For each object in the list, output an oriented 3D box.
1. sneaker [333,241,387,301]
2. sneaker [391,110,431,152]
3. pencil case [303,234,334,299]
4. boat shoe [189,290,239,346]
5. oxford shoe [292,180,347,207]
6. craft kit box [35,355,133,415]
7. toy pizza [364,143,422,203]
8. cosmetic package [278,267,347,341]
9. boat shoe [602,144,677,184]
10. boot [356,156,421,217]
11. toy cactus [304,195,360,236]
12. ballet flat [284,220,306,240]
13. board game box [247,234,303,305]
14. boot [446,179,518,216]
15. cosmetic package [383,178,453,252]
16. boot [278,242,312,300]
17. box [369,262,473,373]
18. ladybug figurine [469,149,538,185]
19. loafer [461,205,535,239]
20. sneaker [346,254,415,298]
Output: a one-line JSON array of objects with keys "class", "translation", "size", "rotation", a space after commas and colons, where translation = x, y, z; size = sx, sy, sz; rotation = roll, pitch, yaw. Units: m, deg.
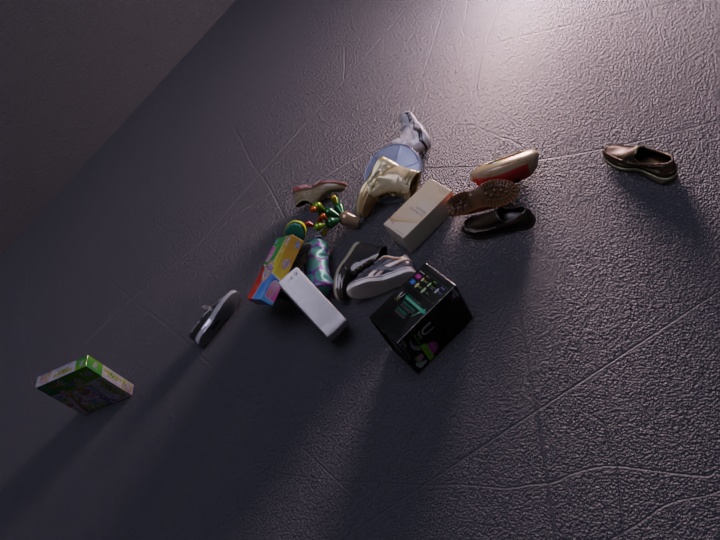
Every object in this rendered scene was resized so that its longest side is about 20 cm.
[{"class": "sneaker", "translation": [0.000, 0.000, 1.660], "size": [0.105, 0.075, 0.202], "rotation": [3, 55, 35]}, {"class": "sneaker", "translation": [0.148, -0.447, 1.933], "size": [0.114, 0.075, 0.201], "rotation": [-30, 49, 2]}, {"class": "pencil case", "translation": [-0.122, -0.006, 1.731], "size": [0.091, 0.086, 0.202], "rotation": [-4, 47, -10]}, {"class": "boat shoe", "translation": [-0.458, 0.138, 1.823], "size": [0.068, 0.074, 0.201], "rotation": [29, 81, 27]}, {"class": "oxford shoe", "translation": [-0.135, -0.255, 1.969], "size": [0.197, 0.070, 0.076], "rotation": [-8, 78, 24]}, {"class": "craft kit box", "translation": [-0.839, 0.354, 1.785], "size": [0.195, 0.201, 0.049], "rotation": [-25, 45, 12]}, {"class": "toy pizza", "translation": [0.106, -0.305, 1.851], "size": [0.197, 0.032, 0.204], "rotation": [-7, 73, 23]}, {"class": "cosmetic package", "translation": [-0.126, 0.094, 1.581], "size": [0.074, 0.102, 0.200], "rotation": [-42, 77, -7]}, {"class": "boat shoe", "translation": [0.706, -0.291, 1.478], "size": [0.075, 0.075, 0.201], "rotation": [-46, 46, -11]}, {"class": "boot", "translation": [0.086, -0.236, 1.785], "size": [0.154, 0.073, 0.202], "rotation": [26, 84, 27]}, {"class": "toy cactus", "translation": [-0.082, -0.164, 1.829], "size": [0.162, 0.104, 0.200], "rotation": [18, 26, 8]}, {"class": "ballet flat", "translation": [-0.199, -0.105, 1.795], "size": [0.066, 0.201, 0.068], "rotation": [19, 53, 1]}, {"class": "board game box", "translation": [-0.246, 0.001, 1.671], "size": [0.152, 0.040, 0.203], "rotation": [-6, 58, 64]}, {"class": "boot", "translation": [0.334, -0.197, 1.612], "size": [0.197, 0.107, 0.076], "rotation": [-13, 86, 10]}, {"class": "cosmetic package", "translation": [0.175, -0.159, 1.689], "size": [0.200, 0.073, 0.103], "rotation": [-44, 46, -9]}, {"class": "boot", "translation": [-0.209, -0.005, 1.735], "size": [0.199, 0.069, 0.177], "rotation": [0, 70, 58]}, {"class": "box", "translation": [0.150, 0.115, 1.427], "size": [0.200, 0.149, 0.124], "rotation": [-43, 44, -8]}, {"class": "ladybug figurine", "translation": [0.404, -0.277, 1.629], "size": [0.197, 0.073, 0.136], "rotation": [-18, 12, 11]}, {"class": "loafer", "translation": [0.363, -0.140, 1.562], "size": [0.197, 0.072, 0.074], "rotation": [-12, 49, 22]}, {"class": "sneaker", "translation": [0.054, 0.015, 1.618], "size": [0.197, 0.079, 0.080], "rotation": [-16, 52, 4]}]
